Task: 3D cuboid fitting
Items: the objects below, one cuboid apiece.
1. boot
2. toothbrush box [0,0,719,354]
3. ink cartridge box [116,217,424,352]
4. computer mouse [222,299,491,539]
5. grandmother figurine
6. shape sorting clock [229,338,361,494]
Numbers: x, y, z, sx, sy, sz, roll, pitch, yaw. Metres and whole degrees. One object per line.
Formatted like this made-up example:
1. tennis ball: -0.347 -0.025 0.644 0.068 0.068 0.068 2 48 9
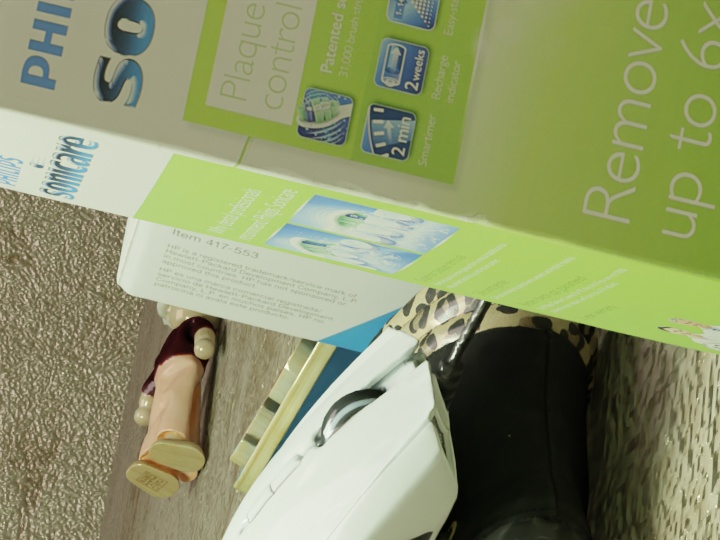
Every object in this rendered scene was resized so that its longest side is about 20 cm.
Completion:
1. boot: 0.020 0.099 0.695 0.200 0.073 0.151 119 161 -49
2. toothbrush box: 0.024 -0.074 0.511 0.086 0.199 0.146 141 142 -76
3. ink cartridge box: 0.018 -0.059 0.694 0.200 0.146 0.086 115 166 -53
4. computer mouse: -0.003 0.055 0.625 0.201 0.044 0.110 -66 21 17
5. grandmother figurine: -0.144 0.085 1.825 0.121 0.060 0.201 -34 33 36
6. shape sorting clock: 0.000 0.000 0.914 0.201 0.039 0.200 -63 -2 -4
